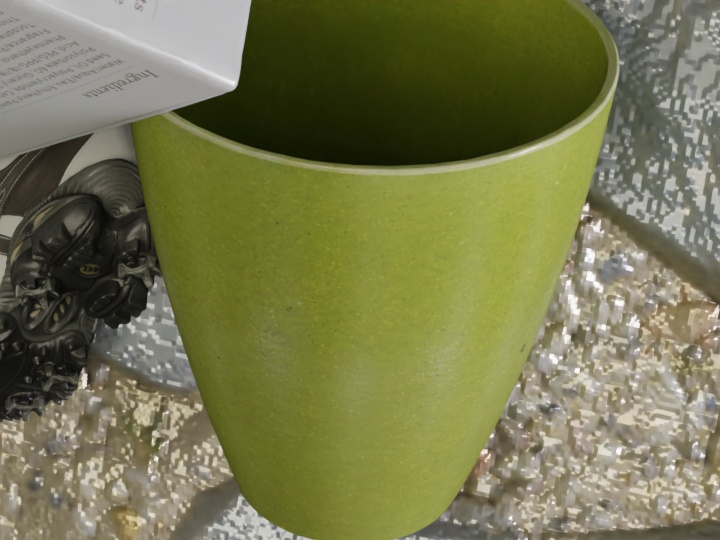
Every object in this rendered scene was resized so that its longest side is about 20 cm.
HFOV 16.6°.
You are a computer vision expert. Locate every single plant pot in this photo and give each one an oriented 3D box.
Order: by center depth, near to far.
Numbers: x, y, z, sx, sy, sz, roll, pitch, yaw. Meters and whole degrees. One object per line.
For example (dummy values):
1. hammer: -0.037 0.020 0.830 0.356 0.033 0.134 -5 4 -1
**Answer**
1. plant pot: 0.000 0.000 0.971 0.186 0.187 0.201 10 123 12

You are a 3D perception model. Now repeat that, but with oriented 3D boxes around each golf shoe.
1. golf shoe: -0.144 -0.002 1.058 0.077 0.095 0.200 17 142 -34

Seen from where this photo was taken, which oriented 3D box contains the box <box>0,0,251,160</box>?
1. box: -0.132 -0.157 0.884 0.200 0.130 0.200 -12 64 50
